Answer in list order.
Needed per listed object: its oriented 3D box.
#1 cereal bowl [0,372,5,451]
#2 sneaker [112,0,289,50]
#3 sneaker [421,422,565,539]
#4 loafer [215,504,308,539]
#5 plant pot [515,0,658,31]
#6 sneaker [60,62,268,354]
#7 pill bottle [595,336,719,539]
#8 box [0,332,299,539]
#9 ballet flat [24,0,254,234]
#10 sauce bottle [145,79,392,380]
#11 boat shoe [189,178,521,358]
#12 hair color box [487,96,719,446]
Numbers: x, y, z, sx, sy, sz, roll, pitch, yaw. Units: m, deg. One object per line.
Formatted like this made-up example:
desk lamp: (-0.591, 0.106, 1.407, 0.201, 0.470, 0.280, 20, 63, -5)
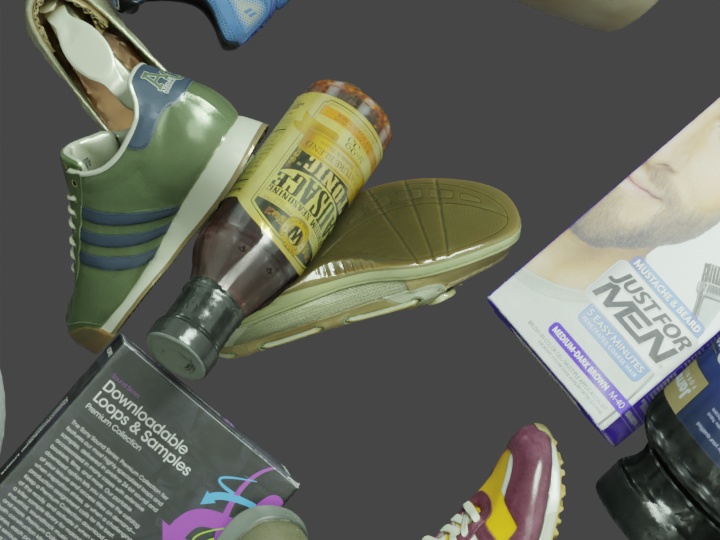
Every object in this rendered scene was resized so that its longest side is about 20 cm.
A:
cereal bowl: (-0.316, 0.088, 1.315, 0.199, 0.083, 0.201, 0, 94, 0)
sneaker: (-0.134, -0.202, 1.304, 0.200, 0.079, 0.089, 35, 90, -2)
sneaker: (0.057, 0.181, 1.322, 0.090, 0.075, 0.200, 18, 92, -6)
loafer: (-0.089, 0.235, 1.309, 0.075, 0.070, 0.200, 22, 103, -33)
plant pot: (0.104, -0.231, 1.261, 0.173, 0.200, 0.200, 32, 92, -19)
sneaker: (-0.138, -0.042, 1.281, 0.090, 0.067, 0.200, 36, 127, -7)
pill bottle: (0.234, 0.085, 1.251, 0.200, 0.112, 0.112, -44, 92, 11)
box: (-0.154, 0.156, 1.326, 0.143, 0.036, 0.200, 41, 93, -17)
ballet flat: (-0.131, -0.092, 1.316, 0.067, 0.062, 0.200, -44, 92, 2)
sauce bottle: (-0.053, -0.023, 1.275, 0.066, 0.066, 0.200, 33, 62, -1)
boat shoe: (0.000, 0.002, 1.325, 0.200, 0.063, 0.073, -18, 48, -3)
hair color box: (0.187, -0.004, 1.303, 0.200, 0.065, 0.109, -41, 70, 0)
